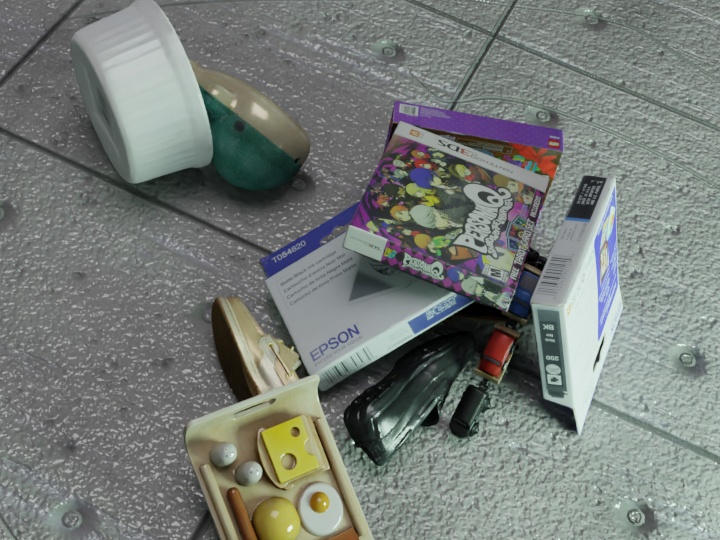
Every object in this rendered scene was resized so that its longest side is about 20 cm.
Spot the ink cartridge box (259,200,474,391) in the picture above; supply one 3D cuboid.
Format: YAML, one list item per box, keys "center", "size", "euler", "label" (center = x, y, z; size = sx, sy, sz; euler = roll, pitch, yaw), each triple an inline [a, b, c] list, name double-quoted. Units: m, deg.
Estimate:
- center: [0.000, 0.000, 1.387]
  size: [0.199, 0.041, 0.201]
  euler: [-31, 52, 1]
  label: "ink cartridge box"

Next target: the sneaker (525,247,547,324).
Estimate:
- center: [0.147, -0.010, 1.463]
  size: [0.198, 0.075, 0.081]
  euler: [18, 51, 5]
  label: "sneaker"

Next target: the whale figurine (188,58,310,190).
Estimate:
- center: [-0.154, -0.169, 1.506]
  size: [0.199, 0.159, 0.104]
  euler: [36, 92, 19]
  label: "whale figurine"

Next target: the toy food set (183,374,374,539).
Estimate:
- center: [-0.066, 0.213, 1.217]
  size: [0.142, 0.060, 0.202]
  euler: [-19, 83, -23]
  label: "toy food set"

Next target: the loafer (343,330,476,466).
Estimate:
- center: [0.059, 0.129, 1.349]
  size: [0.200, 0.068, 0.071]
  euler: [-37, 105, -42]
  label: "loafer"

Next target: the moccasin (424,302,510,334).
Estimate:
- center: [0.094, 0.024, 1.408]
  size: [0.199, 0.074, 0.078]
  euler: [12, 34, 13]
  label: "moccasin"

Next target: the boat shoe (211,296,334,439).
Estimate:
- center: [-0.091, 0.110, 1.329]
  size: [0.069, 0.074, 0.201]
  euler: [-17, 66, -26]
  label: "boat shoe"

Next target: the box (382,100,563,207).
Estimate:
- center: [0.124, -0.119, 1.504]
  size: [0.198, 0.137, 0.039]
  euler: [9, 50, -3]
  label: "box"

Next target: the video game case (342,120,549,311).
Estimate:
- center: [0.094, -0.061, 1.353]
  size: [0.180, 0.036, 0.201]
  euler: [22, 43, 4]
  label: "video game case"

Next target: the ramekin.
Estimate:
- center: [-0.251, -0.197, 1.462]
  size: [0.097, 0.201, 0.201]
  euler: [-24, 59, -17]
  label: "ramekin"

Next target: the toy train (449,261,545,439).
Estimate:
- center: [0.142, 0.082, 1.337]
  size: [0.034, 0.046, 0.201]
  euler: [26, 91, 19]
  label: "toy train"

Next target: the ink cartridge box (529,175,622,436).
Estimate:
- center: [0.234, 0.037, 1.377]
  size: [0.043, 0.201, 0.199]
  euler: [8, 46, 24]
  label: "ink cartridge box"
